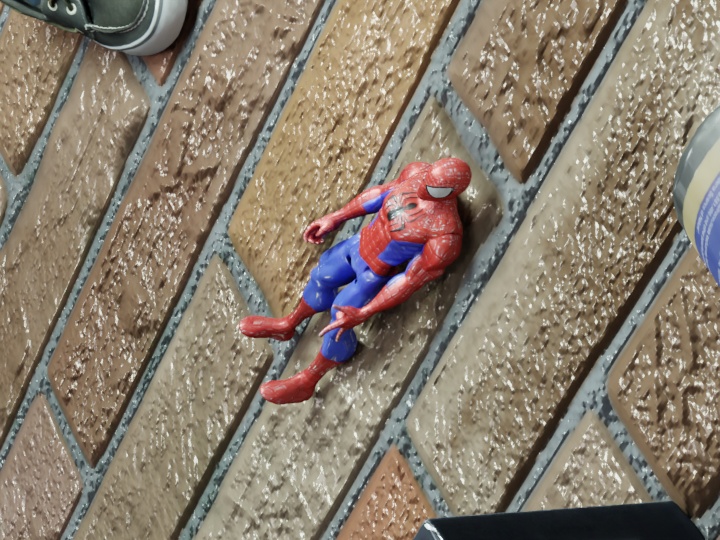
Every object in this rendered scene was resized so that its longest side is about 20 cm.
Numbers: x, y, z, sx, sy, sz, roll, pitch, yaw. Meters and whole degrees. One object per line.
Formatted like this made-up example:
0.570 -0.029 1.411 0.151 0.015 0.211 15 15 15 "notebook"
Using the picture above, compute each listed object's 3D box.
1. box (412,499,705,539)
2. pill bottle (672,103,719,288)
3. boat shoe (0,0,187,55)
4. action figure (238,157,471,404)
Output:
0.068 0.209 1.141 0.105 0.147 0.201 57 134 38 "box"
0.209 0.018 0.968 0.112 0.111 0.200 -59 45 36 "pill bottle"
-0.174 -0.173 1.571 0.200 0.056 0.069 20 106 54 "boat shoe"
0.000 0.000 1.330 0.200 0.051 0.066 -45 51 43 "action figure"
